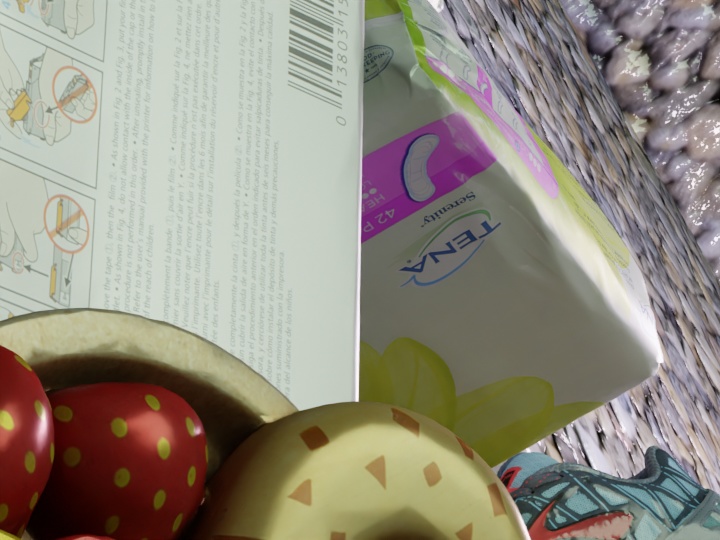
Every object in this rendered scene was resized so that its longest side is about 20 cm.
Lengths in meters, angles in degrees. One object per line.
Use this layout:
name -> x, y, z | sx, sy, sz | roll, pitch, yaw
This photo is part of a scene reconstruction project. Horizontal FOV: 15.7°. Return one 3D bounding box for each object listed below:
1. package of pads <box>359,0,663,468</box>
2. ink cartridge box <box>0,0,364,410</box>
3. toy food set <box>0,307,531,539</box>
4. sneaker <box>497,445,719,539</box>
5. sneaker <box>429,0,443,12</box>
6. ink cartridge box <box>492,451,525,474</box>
package of pads -> 0.000, 0.000, 0.884 | 0.200, 0.154, 0.068 | 48, 17, -47
ink cartridge box -> -0.073, -0.030, 0.707 | 0.176, 0.045, 0.201 | 22, 59, -40
toy food set -> -0.039, 0.105, 0.550 | 0.200, 0.049, 0.199 | 31, 56, -38
sneaker -> 0.065, 0.118, 0.973 | 0.199, 0.079, 0.096 | -11, 59, -44
sneaker -> 0.010, -0.080, 0.940 | 0.070, 0.093, 0.200 | 33, -16, 50
ink cartridge box -> 0.078, 0.145, 1.083 | 0.117, 0.067, 0.200 | 65, 13, 16
